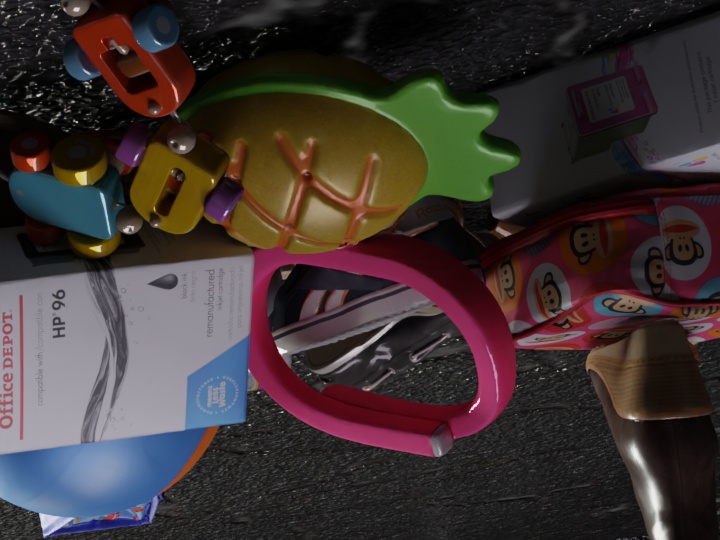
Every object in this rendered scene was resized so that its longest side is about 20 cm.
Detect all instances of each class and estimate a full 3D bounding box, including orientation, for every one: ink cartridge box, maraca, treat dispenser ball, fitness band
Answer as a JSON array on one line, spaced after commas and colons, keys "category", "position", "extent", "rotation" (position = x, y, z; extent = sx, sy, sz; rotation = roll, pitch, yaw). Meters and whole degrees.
[{"category": "ink cartridge box", "position": [0.188, -0.085, 1.401], "extent": [0.199, 0.085, 0.144], "rotation": [-16, 164, 28]}, {"category": "ink cartridge box", "position": [-0.167, 0.036, 1.307], "extent": [0.199, 0.116, 0.068], "rotation": [-7, -151, -19]}, {"category": "maraca", "position": [-0.013, -0.068, 1.266], "extent": [0.199, 0.107, 0.137], "rotation": [-5, 149, 19]}, {"category": "treat dispenser ball", "position": [-0.181, 0.059, 1.471], "extent": [0.200, 0.202, 0.201], "rotation": [-9, 166, -2]}, {"category": "fitness band", "position": [0.004, 0.042, 1.421], "extent": [0.199, 0.144, 0.037], "rotation": [9, -146, 33]}]

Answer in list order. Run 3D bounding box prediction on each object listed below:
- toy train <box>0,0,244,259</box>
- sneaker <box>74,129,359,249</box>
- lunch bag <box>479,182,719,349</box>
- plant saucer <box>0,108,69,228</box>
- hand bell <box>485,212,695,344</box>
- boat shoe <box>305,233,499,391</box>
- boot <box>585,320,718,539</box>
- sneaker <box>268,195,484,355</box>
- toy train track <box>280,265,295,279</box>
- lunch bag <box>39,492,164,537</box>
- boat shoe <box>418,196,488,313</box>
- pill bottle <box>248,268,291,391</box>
[{"category": "toy train", "position": [-0.136, -0.083, 1.214], "extent": [0.200, 0.056, 0.150], "rotation": [-20, 119, 45]}, {"category": "sneaker", "position": [-0.086, -0.052, 1.378], "extent": [0.199, 0.073, 0.077], "rotation": [8, -156, -14]}, {"category": "lunch bag", "position": [0.180, 0.006, 1.413], "extent": [0.199, 0.082, 0.176], "rotation": [-1, 165, -30]}, {"category": "plant saucer", "position": [-0.233, -0.005, 1.313], "extent": [0.199, 0.201, 0.029], "rotation": [-4, -152, -22]}, {"category": "hand bell", "position": [0.175, -0.012, 1.716], "extent": [0.199, 0.105, 0.104], "rotation": [16, 153, -35]}, {"category": "boat shoe", "position": [0.046, 0.034, 1.745], "extent": [0.200, 0.067, 0.057], "rotation": [-31, 133, 30]}, {"category": "boot", "position": [0.182, 0.125, 1.390], "extent": [0.072, 0.167, 0.200], "rotation": [-6, 171, 3]}, {"category": "sneaker", "position": [0.000, 0.000, 1.488], "extent": [0.078, 0.080, 0.200], "rotation": [-14, 174, -43]}, {"category": "toy train track", "position": [-0.036, 0.020, 1.758], "extent": [0.114, 0.033, 0.200], "rotation": [-7, 166, -11]}, {"category": "lunch bag", "position": [-0.198, 0.110, 1.758], "extent": [0.094, 0.151, 0.200], "rotation": [-6, 165, -17]}, {"category": "boat shoe", "position": [0.044, -0.021, 1.586], "extent": [0.072, 0.072, 0.200], "rotation": [-22, 154, 33]}, {"category": "pill bottle", "position": [-0.154, 0.044, 1.629], "extent": [0.199, 0.105, 0.104], "rotation": [-7, 165, -8]}]
